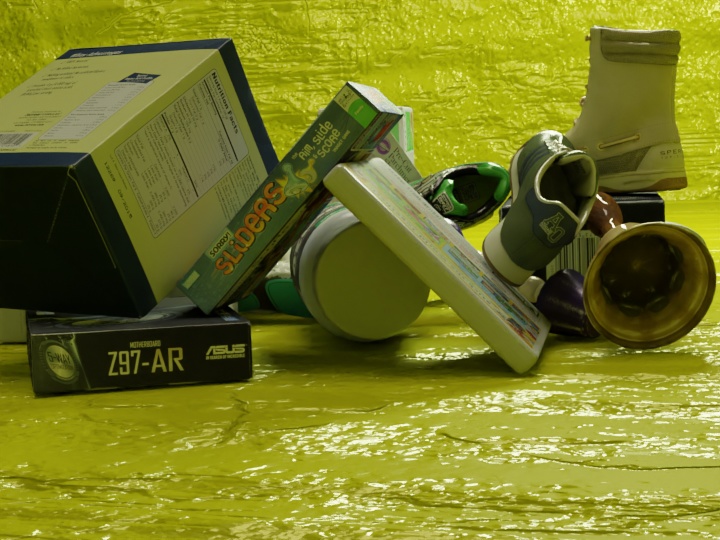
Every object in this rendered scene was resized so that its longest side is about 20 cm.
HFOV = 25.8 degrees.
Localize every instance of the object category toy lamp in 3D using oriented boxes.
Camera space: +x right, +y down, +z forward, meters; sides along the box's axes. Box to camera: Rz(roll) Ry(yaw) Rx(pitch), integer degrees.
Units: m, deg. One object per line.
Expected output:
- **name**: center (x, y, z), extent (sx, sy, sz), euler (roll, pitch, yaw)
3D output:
- **toy lamp**: center (0.132, 0.007, 1.342), extent (0.058, 0.059, 0.200), euler (-7, 24, -40)

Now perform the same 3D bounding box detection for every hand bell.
- **hand bell**: center (0.209, -0.026, 1.277), extent (0.103, 0.105, 0.200), euler (-3, 24, -5)

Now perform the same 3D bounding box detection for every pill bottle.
- **pill bottle**: center (0.000, 0.000, 1.344), extent (0.112, 0.114, 0.200), euler (-3, 5, -7)

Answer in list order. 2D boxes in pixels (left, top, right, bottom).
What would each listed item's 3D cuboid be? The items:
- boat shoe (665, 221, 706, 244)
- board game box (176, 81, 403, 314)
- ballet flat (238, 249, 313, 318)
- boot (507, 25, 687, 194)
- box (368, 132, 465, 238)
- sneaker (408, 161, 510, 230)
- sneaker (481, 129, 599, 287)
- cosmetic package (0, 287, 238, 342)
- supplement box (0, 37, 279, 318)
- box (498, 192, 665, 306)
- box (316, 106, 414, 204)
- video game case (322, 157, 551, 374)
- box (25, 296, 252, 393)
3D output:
- **boat shoe**: center (0.255, -0.017, 1.644), extent (0.199, 0.071, 0.091), euler (-5, 10, -10)
- **board game box**: center (-0.051, -0.057, 1.215), extent (0.034, 0.200, 0.135), euler (42, 9, 4)
- **ballet flat**: center (-0.089, 0.006, 1.492), extent (0.198, 0.072, 0.072), euler (-2, 5, 12)
- **boot**: center (0.220, -0.151, 1.485), extent (0.072, 0.157, 0.199), euler (-6, 7, -40)
- **box**: center (0.057, -0.058, 1.589), extent (0.041, 0.200, 0.039), euler (-47, 25, -23)
- **sneaker**: center (0.054, -0.057, 1.507), extent (0.199, 0.078, 0.085), euler (-28, -4, -13)
- **sneaker**: center (0.166, -0.070, 1.304), extent (0.090, 0.067, 0.201), euler (-41, 13, 37)
- **cosmetic package**: center (-0.220, 0.019, 1.430), extent (0.198, 0.082, 0.113), euler (0, 6, 14)
- **supplement box**: center (-0.206, -0.077, 1.254), extent (0.199, 0.135, 0.200), euler (3, 35, 38)
- **box**: center (0.209, -0.017, 1.476), extent (0.147, 0.108, 0.200), euler (-2, 6, 9)
- **box**: center (0.008, -0.075, 1.693), extent (0.096, 0.202, 0.176), euler (-2, 4, 4)
- **video game case**: center (0.064, -0.009, 1.201), extent (0.023, 0.200, 0.182), euler (-46, -3, 11)
- **box**: center (-0.176, 0.054, 1.214), extent (0.159, 0.044, 0.200), euler (-3, 5, -12)
